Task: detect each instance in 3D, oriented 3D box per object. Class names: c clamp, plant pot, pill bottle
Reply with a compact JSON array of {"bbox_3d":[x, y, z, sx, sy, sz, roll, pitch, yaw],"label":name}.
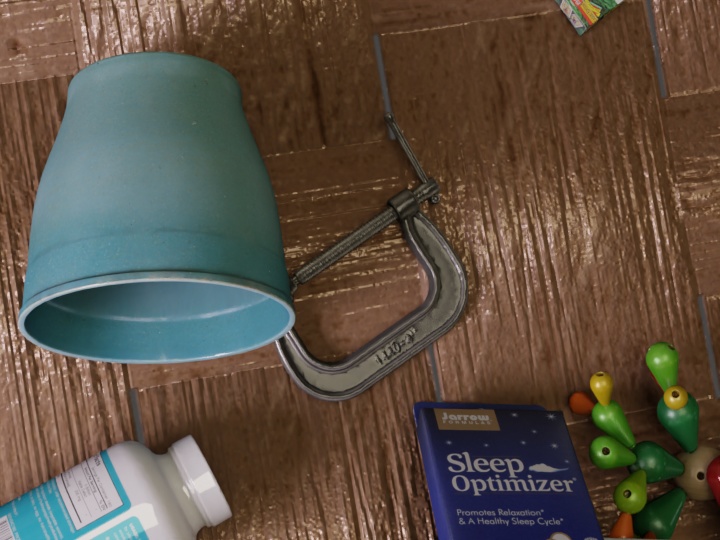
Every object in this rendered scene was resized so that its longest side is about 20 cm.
[{"bbox_3d":[0.000,0.000,1.102,0.199,0.027,0.172,-40,98,-13],"label":"c clamp"},{"bbox_3d":[-0.152,-0.049,1.000,0.197,0.200,0.191,-1,70,-11],"label":"plant pot"},{"bbox_3d":[-0.198,0.201,1.002,0.198,0.111,0.112,-27,91,-11],"label":"pill bottle"}]

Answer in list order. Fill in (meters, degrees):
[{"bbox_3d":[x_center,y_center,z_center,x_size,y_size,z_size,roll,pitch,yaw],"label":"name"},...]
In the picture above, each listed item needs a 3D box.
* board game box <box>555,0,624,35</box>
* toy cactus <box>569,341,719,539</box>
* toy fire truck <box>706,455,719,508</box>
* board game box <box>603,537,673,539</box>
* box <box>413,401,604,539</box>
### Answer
[{"bbox_3d":[0.171,-0.314,1.158,0.104,0.023,0.201,-37,93,-9],"label":"board game box"},{"bbox_3d":[0.246,0.165,1.112,0.163,0.102,0.203,12,80,-28],"label":"toy cactus"},{"bbox_3d":[0.385,0.213,1.104,0.166,0.112,0.202,-26,95,-13],"label":"toy fire truck"},{"bbox_3d":[0.148,0.275,1.045,0.197,0.065,0.149,3,128,-11],"label":"board game box"},{"bbox_3d":[0.111,0.162,1.035,0.119,0.201,0.033,2,127,-10],"label":"box"}]
